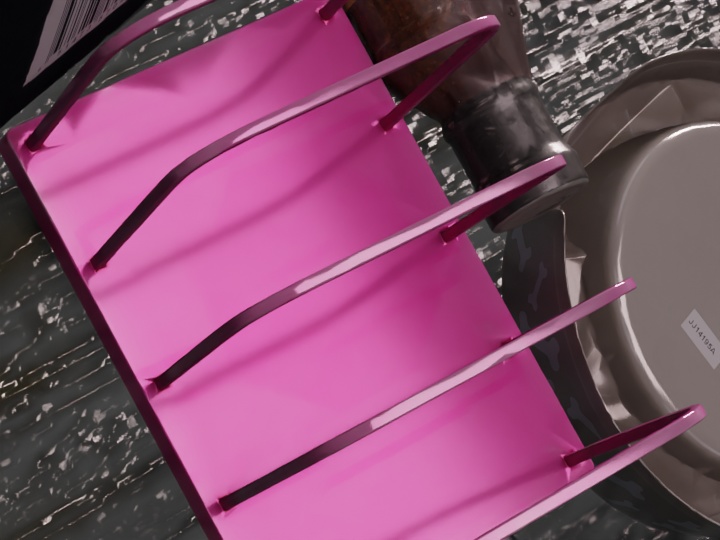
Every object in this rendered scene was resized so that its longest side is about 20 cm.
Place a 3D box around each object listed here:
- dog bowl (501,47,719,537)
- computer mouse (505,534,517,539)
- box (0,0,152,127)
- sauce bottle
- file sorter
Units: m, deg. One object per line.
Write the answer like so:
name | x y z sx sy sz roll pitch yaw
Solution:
dog bowl | 0.141 0.015 0.911 0.200 0.059 0.200 11 69 -31
computer mouse | 0.009 0.080 0.821 0.059 0.034 0.200 -34 90 -26
box | -0.149 -0.151 0.698 0.200 0.104 0.148 40 55 5
sauce bottle | 0.020 -0.109 0.846 0.066 0.066 0.200 -22 81 -37
file sorter | 0.000 0.000 0.752 0.139 0.125 0.200 -27 86 -26
